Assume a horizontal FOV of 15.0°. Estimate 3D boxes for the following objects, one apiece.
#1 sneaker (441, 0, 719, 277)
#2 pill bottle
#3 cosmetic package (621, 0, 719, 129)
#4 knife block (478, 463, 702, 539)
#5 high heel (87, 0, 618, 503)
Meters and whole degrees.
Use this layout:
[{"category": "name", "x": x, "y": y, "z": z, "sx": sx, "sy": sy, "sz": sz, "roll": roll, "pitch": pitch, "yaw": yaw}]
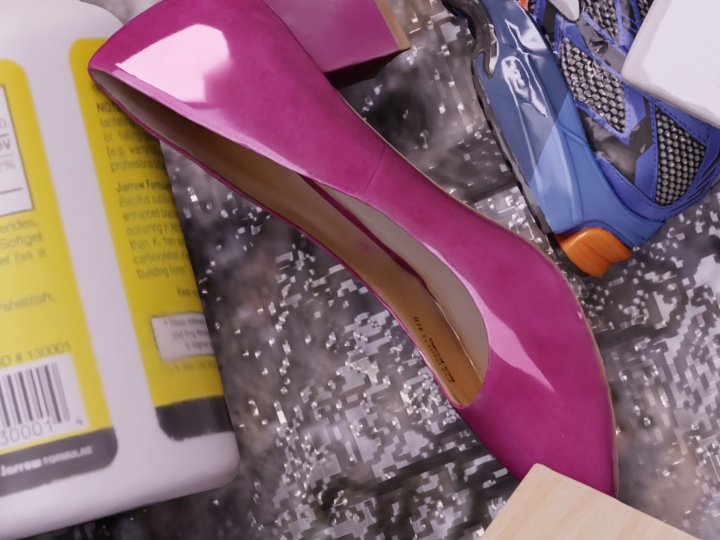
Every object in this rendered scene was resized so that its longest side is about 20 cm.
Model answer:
[{"category": "sneaker", "x": 0.056, "y": -0.101, "z": 0.835, "sx": 0.078, "sy": 0.075, "sz": 0.200, "roll": -25, "pitch": 92, "yaw": 5}, {"category": "pill bottle", "x": -0.115, "y": -0.017, "z": 0.851, "sx": 0.114, "sy": 0.114, "sz": 0.200, "roll": -15, "pitch": 86, "yaw": 14}, {"category": "cosmetic package", "x": 0.179, "y": -0.039, "z": 0.732, "sx": 0.200, "sy": 0.101, "sz": 0.071, "roll": 28, "pitch": 100, "yaw": 10}, {"category": "knife block", "x": 0.019, "y": 0.150, "z": 0.730, "sx": 0.064, "sy": 0.176, "sz": 0.200, "roll": 25, "pitch": 89, "yaw": 16}, {"category": "high heel", "x": 0.000, "y": 0.000, "z": 0.821, "sx": 0.096, "sy": 0.067, "sz": 0.200, "roll": -25, "pitch": 87, "yaw": -28}]
